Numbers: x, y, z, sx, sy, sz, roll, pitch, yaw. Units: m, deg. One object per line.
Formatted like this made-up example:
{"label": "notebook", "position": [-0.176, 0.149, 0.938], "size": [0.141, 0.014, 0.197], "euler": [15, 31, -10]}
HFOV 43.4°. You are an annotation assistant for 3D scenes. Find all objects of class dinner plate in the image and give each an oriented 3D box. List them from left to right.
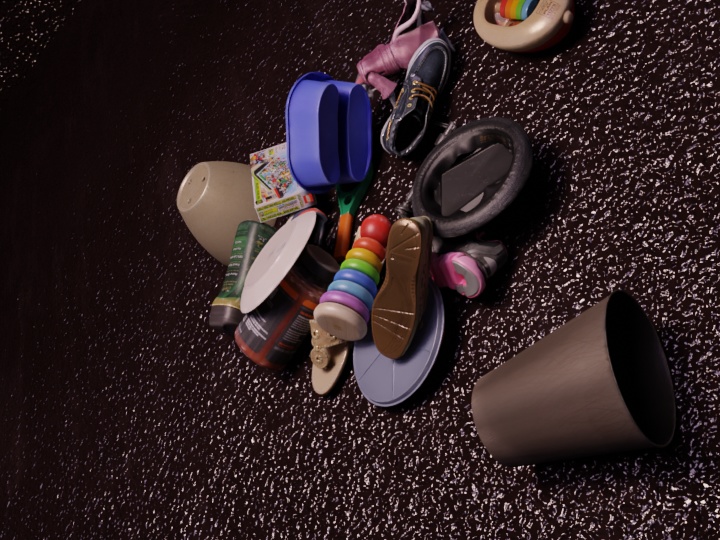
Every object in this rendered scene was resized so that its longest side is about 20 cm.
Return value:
{"label": "dinner plate", "position": [-0.140, -0.020, 1.467], "size": [0.200, 0.024, 0.201], "euler": [-46, 20, 21]}

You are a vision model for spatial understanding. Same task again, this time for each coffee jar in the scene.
{"label": "coffee jar", "position": [-0.194, 0.022, 1.602], "size": [0.084, 0.103, 0.204], "euler": [-4, 64, 49]}

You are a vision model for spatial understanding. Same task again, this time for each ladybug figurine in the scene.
{"label": "ladybug figurine", "position": [0.255, -0.389, 1.379], "size": [0.137, 0.071, 0.199], "euler": [-57, 38, 4]}

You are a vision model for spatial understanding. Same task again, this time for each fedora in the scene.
{"label": "fedora", "position": [0.171, -0.117, 1.287], "size": [0.198, 0.091, 0.204], "euler": [-24, 51, 32]}

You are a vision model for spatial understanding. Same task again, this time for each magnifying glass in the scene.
{"label": "magnifying glass", "position": [-0.019, -0.112, 1.558], "size": [0.079, 0.022, 0.204], "euler": [-14, 55, 42]}

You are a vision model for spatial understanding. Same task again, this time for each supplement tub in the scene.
{"label": "supplement tub", "position": [-0.114, 0.058, 1.478], "size": [0.201, 0.106, 0.107], "euler": [-53, 39, 17]}

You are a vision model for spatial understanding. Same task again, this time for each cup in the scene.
{"label": "cup", "position": [-0.269, -0.129, 1.746], "size": [0.198, 0.142, 0.204], "euler": [-26, 50, 35]}

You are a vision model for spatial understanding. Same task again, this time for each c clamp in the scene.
{"label": "c clamp", "position": [0.112, -0.146, 1.422], "size": [0.203, 0.027, 0.170], "euler": [-62, 29, -6]}

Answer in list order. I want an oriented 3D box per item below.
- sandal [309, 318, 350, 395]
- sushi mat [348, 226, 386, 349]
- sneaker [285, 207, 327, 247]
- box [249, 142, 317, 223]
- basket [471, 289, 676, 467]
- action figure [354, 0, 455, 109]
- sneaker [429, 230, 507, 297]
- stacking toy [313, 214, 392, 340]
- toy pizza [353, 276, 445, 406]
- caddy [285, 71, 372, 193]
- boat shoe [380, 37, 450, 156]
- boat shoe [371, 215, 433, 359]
{"label": "sandal", "position": [-0.049, 0.080, 1.409], "size": [0.077, 0.069, 0.216], "euler": [12, 77, 50]}
{"label": "sushi mat", "position": [-0.008, 0.026, 1.465], "size": [0.095, 0.012, 0.204], "euler": [9, 74, 49]}
{"label": "sneaker", "position": [-0.113, -0.019, 1.554], "size": [0.084, 0.074, 0.204], "euler": [-3, 65, 57]}
{"label": "box", "position": [-0.143, -0.168, 1.647], "size": [0.108, 0.035, 0.201], "euler": [-18, 35, 2]}
{"label": "basket", "position": [0.235, 0.143, 1.032], "size": [0.198, 0.135, 0.183], "euler": [-31, 43, 37]}
{"label": "action figure", "position": [0.055, -0.357, 1.534], "size": [0.197, 0.149, 0.136], "euler": [-30, 52, 14]}
{"label": "sneaker", "position": [0.137, -0.024, 1.302], "size": [0.095, 0.080, 0.199], "euler": [-39, 30, -18]}
{"label": "stacking toy", "position": [0.000, 0.000, 1.373], "size": [0.084, 0.085, 0.203], "euler": [-8, 51, 45]}
{"label": "toy pizza", "position": [0.059, 0.100, 1.321], "size": [0.199, 0.031, 0.204], "euler": [-32, 48, 43]}
{"label": "caddy", "position": [-0.059, -0.231, 1.526], "size": [0.104, 0.140, 0.205], "euler": [9, 103, 45]}
{"label": "boat shoe", "position": [0.098, -0.277, 1.466], "size": [0.204, 0.070, 0.091], "euler": [-65, 13, 9]}
{"label": "boat shoe", "position": [0.066, 0.025, 1.258], "size": [0.072, 0.062, 0.204], "euler": [23, 112, 29]}
